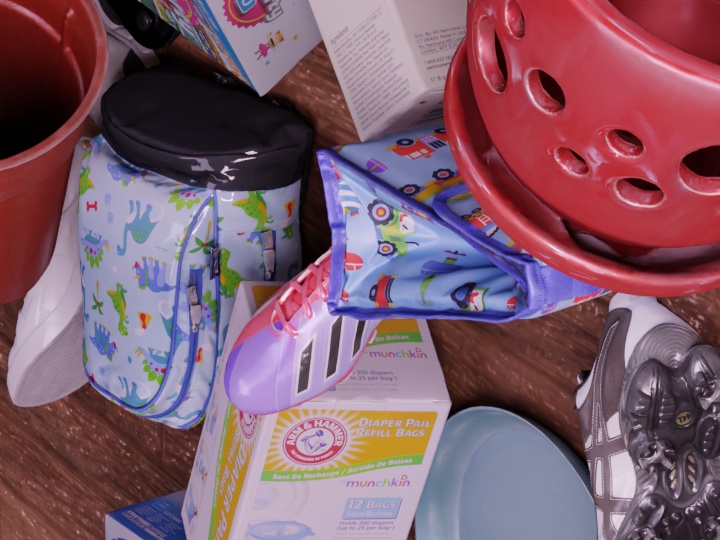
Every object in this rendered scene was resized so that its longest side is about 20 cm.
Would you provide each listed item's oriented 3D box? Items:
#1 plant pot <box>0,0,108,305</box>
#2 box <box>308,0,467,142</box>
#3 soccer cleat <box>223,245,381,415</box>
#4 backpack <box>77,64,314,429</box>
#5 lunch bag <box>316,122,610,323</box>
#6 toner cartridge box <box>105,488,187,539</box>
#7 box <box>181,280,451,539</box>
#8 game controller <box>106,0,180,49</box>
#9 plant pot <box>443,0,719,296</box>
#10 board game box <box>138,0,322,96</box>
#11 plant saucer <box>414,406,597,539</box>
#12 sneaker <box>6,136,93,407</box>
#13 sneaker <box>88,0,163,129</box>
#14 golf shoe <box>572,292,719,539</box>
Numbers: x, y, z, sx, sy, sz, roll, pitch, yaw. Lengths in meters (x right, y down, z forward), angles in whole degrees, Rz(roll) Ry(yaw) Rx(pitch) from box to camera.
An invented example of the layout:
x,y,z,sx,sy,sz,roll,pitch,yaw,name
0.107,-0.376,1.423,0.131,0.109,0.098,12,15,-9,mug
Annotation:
x,y,z,sx,sy,sz,roll,pitch,yaw,name
-0.264,-0.080,1.839,0.201,0.200,0.196,57,156,28,plant pot
0.009,-0.178,1.579,0.082,0.068,0.201,-34,73,57,box
0.000,0.000,1.558,0.067,0.200,0.076,54,-178,32,soccer cleat
-0.105,-0.003,1.781,0.163,0.153,0.201,27,137,43,backpack
0.096,-0.016,1.426,0.200,0.150,0.095,18,117,54,lunch bag
-0.074,0.195,1.833,0.200,0.095,0.043,25,122,51,toner cartridge box
-0.030,0.112,1.691,0.102,0.112,0.201,-107,26,-46,box
-0.157,-0.237,1.846,0.200,0.042,0.105,54,142,31,game controller
0.136,-0.102,1.286,0.201,0.200,0.183,60,148,24,plant pot
-0.120,-0.211,1.685,0.200,0.064,0.148,38,166,36,board game box
0.098,0.171,1.616,0.200,0.027,0.201,28,124,51,plant saucer
-0.208,-0.004,1.999,0.116,0.073,0.200,59,135,28,sneaker
-0.194,-0.143,1.907,0.200,0.080,0.074,54,140,29,sneaker
0.149,0.096,1.465,0.095,0.077,0.201,-116,23,-47,golf shoe
